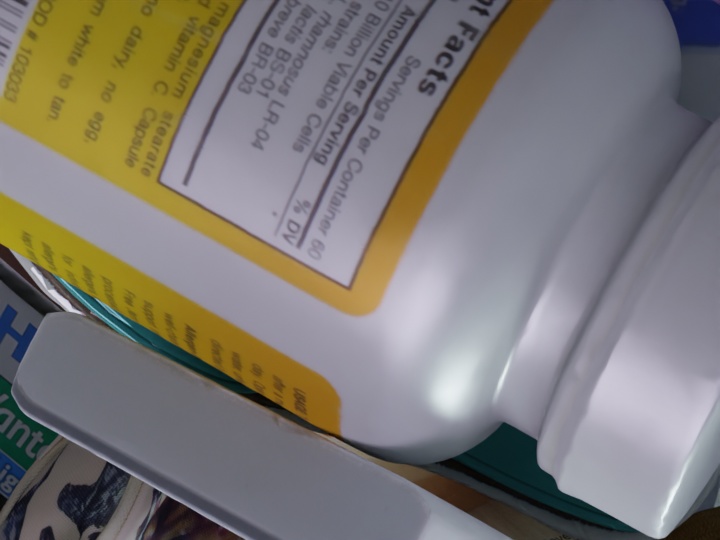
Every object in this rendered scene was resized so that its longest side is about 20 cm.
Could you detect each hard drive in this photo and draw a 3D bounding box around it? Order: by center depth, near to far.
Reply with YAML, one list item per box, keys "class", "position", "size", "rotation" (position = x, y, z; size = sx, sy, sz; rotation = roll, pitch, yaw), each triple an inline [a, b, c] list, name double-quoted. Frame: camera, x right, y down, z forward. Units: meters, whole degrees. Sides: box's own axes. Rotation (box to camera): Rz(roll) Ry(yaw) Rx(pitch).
- class: "hard drive"
  position: [0.029, 0.074, 0.679]
  size: [0.132, 0.027, 0.200]
  rotation: [23, 173, 46]

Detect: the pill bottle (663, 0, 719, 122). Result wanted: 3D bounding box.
- class: "pill bottle"
  position: [0.119, -0.057, 0.670]
  size: [0.199, 0.112, 0.112]
  rotation: [5, 138, 23]

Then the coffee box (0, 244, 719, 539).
- class: "coffee box"
  position: [0.000, 0.000, 0.823]
  size: [0.200, 0.080, 0.114]
  rotation: [42, 137, -21]

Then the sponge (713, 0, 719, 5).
- class: "sponge"
  position: [0.022, -0.135, 0.581]
  size: [0.200, 0.030, 0.112]
  rotation: [29, 134, 9]

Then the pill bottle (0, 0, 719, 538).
- class: "pill bottle"
  position: [-0.005, -0.030, 0.608]
  size: [0.200, 0.113, 0.113]
  rotation: [29, 143, 12]

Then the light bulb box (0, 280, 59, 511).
- class: "light bulb box"
  position: [-0.126, 0.140, 0.955]
  size: [0.198, 0.200, 0.125]
  rotation: [41, 140, -20]

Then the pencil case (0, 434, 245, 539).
- class: "pencil case"
  position: [-0.025, 0.117, 0.871]
  size: [0.078, 0.090, 0.200]
  rotation: [-37, 122, 19]

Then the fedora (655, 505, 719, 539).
- class: "fedora"
  position: [0.152, 0.131, 0.774]
  size: [0.200, 0.082, 0.201]
  rotation: [36, 142, 35]

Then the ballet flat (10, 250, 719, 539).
- class: "ballet flat"
  position: [-0.005, 0.005, 0.721]
  size: [0.199, 0.070, 0.069]
  rotation: [27, 142, -8]
